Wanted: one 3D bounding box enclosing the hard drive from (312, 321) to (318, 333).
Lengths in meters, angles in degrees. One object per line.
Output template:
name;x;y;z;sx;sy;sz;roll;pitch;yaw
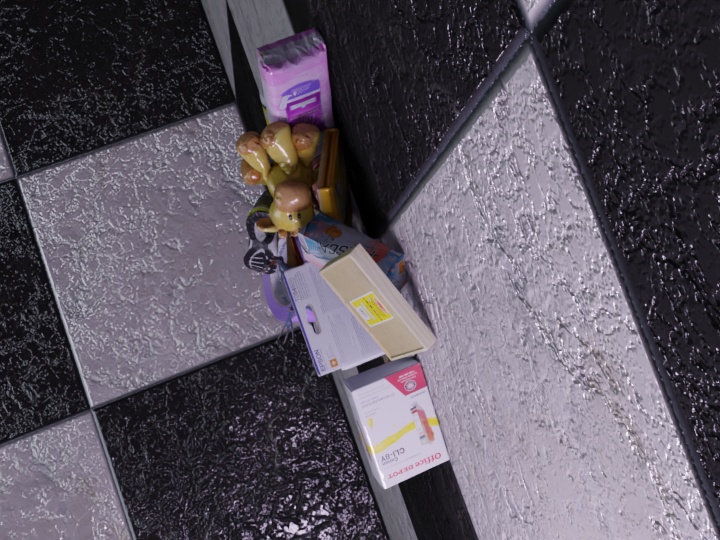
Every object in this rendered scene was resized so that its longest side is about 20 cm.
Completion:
hard drive;-0.084;0.046;1.753;0.141;0.037;0.203;105;149;-54

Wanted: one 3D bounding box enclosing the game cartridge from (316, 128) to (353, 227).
game cartridge;-0.043;-0.130;1.574;0.179;0.032;0.203;-86;-13;-45

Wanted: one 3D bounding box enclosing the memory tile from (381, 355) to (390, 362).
memory tile;0.047;0.131;1.818;0.154;0.016;0.204;-122;16;-56

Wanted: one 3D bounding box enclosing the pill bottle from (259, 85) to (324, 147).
pill bottle;-0.131;-0.287;1.710;0.113;0.110;0.203;-119;13;-46

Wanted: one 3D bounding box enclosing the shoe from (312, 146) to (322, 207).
shoe;-0.062;-0.168;1.696;0.201;0.070;0.093;80;167;-71

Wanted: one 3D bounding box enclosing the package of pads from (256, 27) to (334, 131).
package of pads;-0.115;-0.324;1.504;0.201;0.118;0.077;86;162;-59

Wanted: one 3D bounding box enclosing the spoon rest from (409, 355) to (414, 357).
spoon rest;0.043;0.087;1.611;0.200;0.060;0.100;44;158;31

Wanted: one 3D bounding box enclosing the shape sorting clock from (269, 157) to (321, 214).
shape sorting clock;-0.126;-0.179;1.830;0.199;0.039;0.201;38;-161;-15

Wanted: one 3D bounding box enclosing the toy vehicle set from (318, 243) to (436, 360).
toy vehicle set;0.025;0.056;1.382;0.201;0.027;0.124;51;150;-9

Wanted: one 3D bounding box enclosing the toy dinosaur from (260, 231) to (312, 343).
toy dinosaur;-0.096;0.034;1.545;0.179;0.203;0.105;32;165;-8

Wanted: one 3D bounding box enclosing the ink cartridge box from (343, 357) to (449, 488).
ink cartridge box;0.068;0.283;1.593;0.083;0.142;0.204;-152;43;-75

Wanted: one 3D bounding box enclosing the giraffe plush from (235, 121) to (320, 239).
giraffe plush;-0.133;-0.146;1.535;0.201;0.169;0.165;59;-161;-55

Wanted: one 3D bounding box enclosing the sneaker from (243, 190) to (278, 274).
sneaker;-0.184;-0.069;1.656;0.202;0.072;0.082;106;180;-50

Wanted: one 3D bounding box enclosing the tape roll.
tape roll;-0.124;0.001;1.690;0.198;0.064;0.206;-2;88;57

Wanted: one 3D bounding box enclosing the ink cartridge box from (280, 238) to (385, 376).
ink cartridge box;-0.022;0.066;1.503;0.041;0.196;0.204;128;122;-69

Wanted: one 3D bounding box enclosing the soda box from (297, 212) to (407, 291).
soda box;-0.014;-0.023;1.435;0.198;0.063;0.069;27;146;33
